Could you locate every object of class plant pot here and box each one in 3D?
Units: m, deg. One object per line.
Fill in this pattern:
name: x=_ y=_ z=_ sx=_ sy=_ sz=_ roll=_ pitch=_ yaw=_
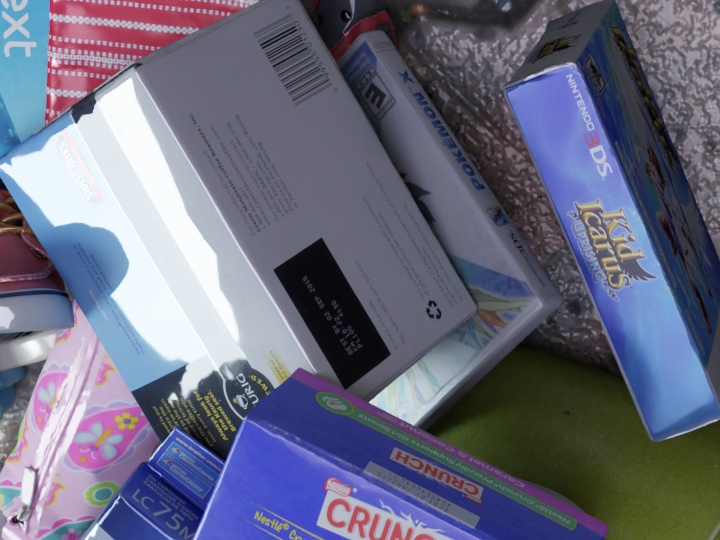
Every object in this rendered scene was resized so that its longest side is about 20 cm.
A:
plant pot: x=0.110 y=0.127 z=1.202 sx=0.200 sy=0.187 sz=0.187 roll=32 pitch=112 yaw=18

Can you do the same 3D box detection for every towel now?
towel: x=-0.111 y=-0.105 z=1.178 sx=0.144 sy=0.022 sz=0.200 roll=10 pitch=109 yaw=17

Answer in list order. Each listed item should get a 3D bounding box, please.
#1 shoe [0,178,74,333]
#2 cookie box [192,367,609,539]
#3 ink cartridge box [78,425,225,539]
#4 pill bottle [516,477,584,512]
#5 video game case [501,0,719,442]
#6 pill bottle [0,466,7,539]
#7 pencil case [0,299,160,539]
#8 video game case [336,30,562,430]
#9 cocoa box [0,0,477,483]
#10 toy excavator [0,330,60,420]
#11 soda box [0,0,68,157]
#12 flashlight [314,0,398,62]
shoe: x=-0.195 y=-0.014 z=1.140 sx=0.071 sy=0.200 sz=0.091 roll=-3 pitch=93 yaw=-11
cookie box: x=-0.003 y=0.174 z=0.998 sx=0.171 sy=0.075 sz=0.200 roll=27 pitch=114 yaw=8
ink cartridge box: x=-0.105 y=0.184 z=1.101 sx=0.119 sy=0.042 sz=0.200 roll=38 pitch=120 yaw=-1
pill bottle: x=0.053 y=0.215 z=1.095 sx=0.112 sy=0.112 sz=0.200 roll=13 pitch=110 yaw=9
video game case: x=0.146 y=-0.034 z=1.129 sx=0.045 sy=0.181 sz=0.200 roll=-20 pitch=102 yaw=17
pill bottle: x=-0.256 y=0.228 z=1.342 sx=0.111 sy=0.111 sz=0.200 roll=5 pitch=108 yaw=12
pencil case: x=-0.148 y=0.077 z=1.213 sx=0.087 sy=0.087 sz=0.200 roll=29 pitch=123 yaw=3
video game case: x=0.000 y=0.000 z=1.165 sx=0.200 sy=0.022 sz=0.182 roll=-47 pitch=69 yaw=38
cocoa box: x=-0.064 y=-0.016 z=1.088 sx=0.131 sy=0.133 sz=0.200 roll=-27 pitch=95 yaw=43
toy excavator: x=-0.228 y=0.056 z=1.279 sx=0.200 sy=0.194 sz=0.100 roll=-10 pitch=106 yaw=45
soda box: x=-0.193 y=-0.107 z=1.248 sx=0.068 sy=0.064 sz=0.200 roll=3 pitch=107 yaw=12
flashlight: x=-0.021 y=-0.174 z=1.191 sx=0.068 sy=0.068 sz=0.200 roll=-16 pitch=100 yaw=-9
